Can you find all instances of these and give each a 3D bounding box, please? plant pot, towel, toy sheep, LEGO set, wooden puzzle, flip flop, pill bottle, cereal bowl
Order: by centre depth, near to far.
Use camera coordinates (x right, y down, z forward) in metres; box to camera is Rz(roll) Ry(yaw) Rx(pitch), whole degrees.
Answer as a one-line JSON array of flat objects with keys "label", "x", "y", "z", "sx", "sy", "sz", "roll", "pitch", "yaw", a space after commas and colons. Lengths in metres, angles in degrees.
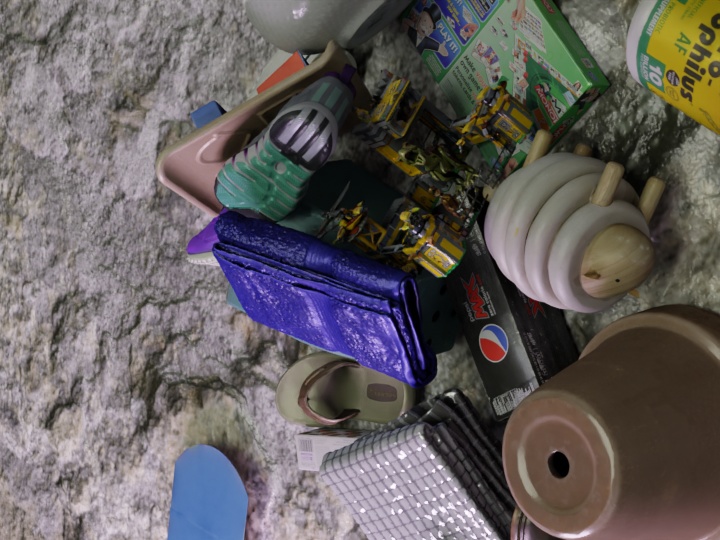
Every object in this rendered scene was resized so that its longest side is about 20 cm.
[{"label": "pill bottle", "x": 0.297, "y": -0.138, "z": 0.984, "sx": 0.200, "sy": 0.112, "sz": 0.113, "roll": 43, "pitch": 124, "yaw": 35}, {"label": "plant pot", "x": 0.209, "y": 0.135, "z": 1.073, "sx": 0.200, "sy": 0.174, "sz": 0.201, "roll": 7, "pitch": 100, "yaw": 45}, {"label": "toy sheep", "x": 0.168, "y": -0.037, "z": 1.131, "sx": 0.200, "sy": 0.137, "sz": 0.139, "roll": 37, "pitch": 122, "yaw": 54}, {"label": "LEGO set", "x": 0.041, "y": -0.092, "z": 1.161, "sx": 0.201, "sy": 0.116, "sz": 0.154, "roll": -58, "pitch": 20, "yaw": -10}, {"label": "towel", "x": -0.034, "y": 0.030, "z": 1.191, "sx": 0.199, "sy": 0.050, "sz": 0.148, "roll": 20, "pitch": 148, "yaw": 29}, {"label": "cereal bowl", "x": -0.002, "y": -0.263, "z": 1.240, "sx": 0.083, "sy": 0.200, "sz": 0.200, "roll": 49, "pitch": 131, "yaw": 4}, {"label": "towel", "x": 0.077, "y": 0.215, "z": 1.256, "sx": 0.200, "sy": 0.086, "sz": 0.165, "roll": 52, "pitch": 136, "yaw": -6}, {"label": "wooden puzzle", "x": -0.091, "y": -0.138, "z": 1.292, "sx": 0.200, "sy": 0.185, "sz": 0.046, "roll": -34, "pitch": 76, "yaw": 4}, {"label": "plant pot", "x": 0.000, "y": 0.000, "z": 1.311, "sx": 0.200, "sy": 0.141, "sz": 0.142, "roll": 29, "pitch": 116, "yaw": 34}, {"label": "flip flop", "x": -0.023, "y": 0.127, "z": 1.405, "sx": 0.199, "sy": 0.057, "sz": 0.082, "roll": -1, "pitch": 95, "yaw": 47}]

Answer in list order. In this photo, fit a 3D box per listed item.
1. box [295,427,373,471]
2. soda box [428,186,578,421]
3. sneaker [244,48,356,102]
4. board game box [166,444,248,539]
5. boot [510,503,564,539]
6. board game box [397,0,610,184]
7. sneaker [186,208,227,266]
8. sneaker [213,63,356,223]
[{"label": "box", "x": 0.012, "y": 0.185, "z": 1.389, "sx": 0.199, "sy": 0.039, "sz": 0.042, "roll": -5, "pitch": 93, "yaw": 47}, {"label": "soda box", "x": 0.127, "y": 0.027, "z": 1.219, "sx": 0.063, "sy": 0.071, "sz": 0.201, "roll": -31, "pitch": 73, "yaw": 44}, {"label": "sneaker", "x": -0.087, "y": -0.164, "z": 1.401, "sx": 0.200, "sy": 0.076, "sz": 0.081, "roll": -45, "pitch": 46, "yaw": 11}, {"label": "board game box", "x": -0.166, "y": 0.302, "z": 1.601, "sx": 0.158, "sy": 0.039, "sz": 0.201, "roll": 16, "pitch": 102, "yaw": 50}, {"label": "boot", "x": 0.193, "y": 0.253, "z": 1.138, "sx": 0.097, "sy": 0.075, "sz": 0.200, "roll": 10, "pitch": 145, "yaw": 36}, {"label": "board game box", "x": 0.123, "y": -0.196, "z": 1.225, "sx": 0.135, "sy": 0.029, "sz": 0.201, "roll": -48, "pitch": 61, "yaw": 39}, {"label": "sneaker", "x": -0.117, "y": -0.061, "z": 1.481, "sx": 0.200, "sy": 0.069, "sz": 0.100, "roll": -14, "pitch": 75, "yaw": 47}, {"label": "sneaker", "x": -0.060, "y": -0.109, "z": 1.226, "sx": 0.074, "sy": 0.088, "sz": 0.200, "roll": 40, "pitch": 146, "yaw": -12}]
